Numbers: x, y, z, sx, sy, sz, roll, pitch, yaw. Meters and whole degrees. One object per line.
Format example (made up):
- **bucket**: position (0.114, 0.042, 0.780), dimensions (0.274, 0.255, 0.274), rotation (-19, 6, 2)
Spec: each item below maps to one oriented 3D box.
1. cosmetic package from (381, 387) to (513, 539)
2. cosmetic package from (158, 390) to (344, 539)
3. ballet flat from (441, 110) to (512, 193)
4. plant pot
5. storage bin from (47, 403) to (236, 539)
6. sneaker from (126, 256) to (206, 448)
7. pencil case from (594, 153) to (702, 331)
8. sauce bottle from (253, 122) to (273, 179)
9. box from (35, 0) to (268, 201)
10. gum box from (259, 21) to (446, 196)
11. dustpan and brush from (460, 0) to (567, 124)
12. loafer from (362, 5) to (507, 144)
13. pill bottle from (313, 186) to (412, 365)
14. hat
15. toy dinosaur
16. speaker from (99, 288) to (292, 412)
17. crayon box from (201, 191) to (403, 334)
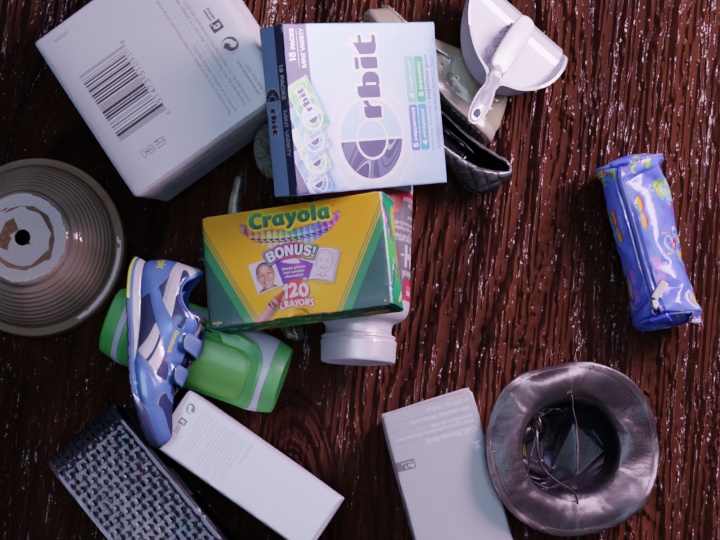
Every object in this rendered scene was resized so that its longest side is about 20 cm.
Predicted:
- **cosmetic package**: position (0.095, 0.239, 1.712), dimensions (0.106, 0.090, 0.201), rotation (-17, 79, -2)
- **cosmetic package**: position (-0.117, 0.215, 1.708), dimensions (0.199, 0.101, 0.071), rotation (34, 84, 5)
- **ballet flat**: position (0.085, -0.161, 1.751), dimensions (0.200, 0.057, 0.067), rotation (39, 46, -18)
- **plant pot**: position (-0.360, -0.030, 1.745), dimensions (0.199, 0.093, 0.203), rotation (0, 82, -1)
- **storage bin**: position (-0.225, 0.247, 1.684), dimensions (0.094, 0.135, 0.200), rotation (-41, 84, -5)
- **sneaker**: position (-0.200, 0.082, 1.654), dimensions (0.082, 0.074, 0.202), rotation (-2, 79, -4)
- **pencil case**: position (0.315, -0.031, 1.749), dimensions (0.078, 0.087, 0.202), rotation (-15, 81, 20)
- **sauce bottle**: position (-0.022, -0.139, 1.731), dimensions (0.199, 0.065, 0.065), rotation (-11, 80, -40)
- **box**: position (-0.198, -0.209, 1.692), dimensions (0.199, 0.131, 0.200), rotation (-34, 87, 6)
- **gum box**: position (-0.005, -0.168, 1.642), dimensions (0.199, 0.044, 0.171), rotation (-8, 95, -38)
- **dustpan and brush**: position (0.150, -0.223, 1.734), dimensions (0.139, 0.057, 0.201), rotation (39, 60, -13)
- **loafer**: position (0.085, -0.227, 1.783), dimensions (0.200, 0.076, 0.068), rotation (44, 73, -8)
- **pill bottle**: position (0.000, 0.000, 1.731), dimensions (0.110, 0.111, 0.202), rotation (2, 83, 0)
- **hat**: position (0.218, 0.194, 1.715), dimensions (0.199, 0.081, 0.202), rotation (3, 78, -14)
- **toy dinosaur**: position (-0.132, -0.002, 1.763), dimensions (0.088, 0.047, 0.201), rotation (-19, 79, -24)
- **speaker**: position (-0.178, 0.086, 1.733), dimensions (0.199, 0.088, 0.089), rotation (20, 83, 2)
- **crayon box**: position (-0.060, -0.006, 1.659), dimensions (0.198, 0.058, 0.120), rotation (-8, 79, 14)
